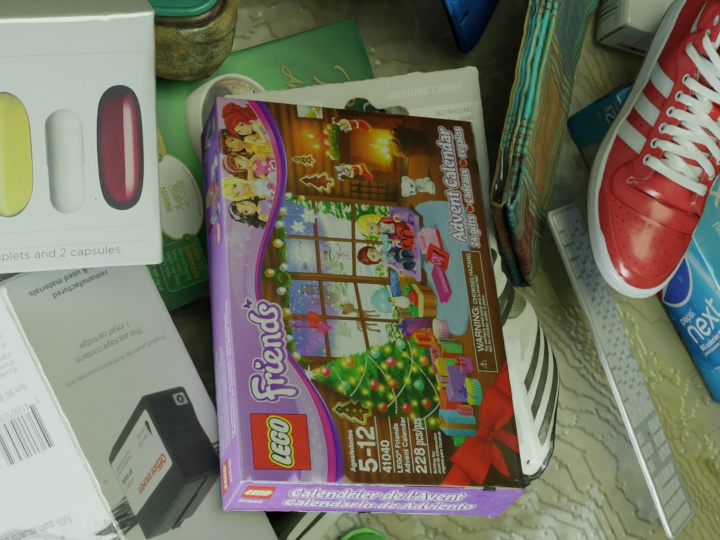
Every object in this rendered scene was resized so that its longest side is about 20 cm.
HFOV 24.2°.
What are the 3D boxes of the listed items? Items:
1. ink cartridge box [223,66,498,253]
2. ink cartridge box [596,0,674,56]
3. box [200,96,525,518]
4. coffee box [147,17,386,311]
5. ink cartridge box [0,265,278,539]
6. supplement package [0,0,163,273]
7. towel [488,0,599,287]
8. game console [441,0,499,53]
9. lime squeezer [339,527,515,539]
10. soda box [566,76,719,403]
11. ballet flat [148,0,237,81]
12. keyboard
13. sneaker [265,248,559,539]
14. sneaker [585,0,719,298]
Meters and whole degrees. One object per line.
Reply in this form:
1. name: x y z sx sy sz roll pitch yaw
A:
1. ink cartridge box: 0.000 0.000 0.907 0.160 0.050 0.202 -10 94 -29
2. ink cartridge box: 0.251 -0.218 1.082 0.198 0.043 0.198 14 74 -23
3. box: -0.002 0.016 0.799 0.135 0.039 0.202 3 61 -18
4. coffee box: -0.074 -0.052 0.911 0.199 0.044 0.124 -22 92 -25
5. ink cartridge box: -0.130 0.103 0.797 0.083 0.145 0.201 -27 92 -43
6. supplement package: -0.195 -0.071 0.746 0.198 0.156 0.112 -4 108 -13
7. towel: 0.107 -0.105 0.954 0.021 0.147 0.202 9 74 14
8. game console: 0.053 -0.239 0.913 0.118 0.200 0.172 -32 80 3
9. lime squeezer: 0.002 0.154 0.899 0.199 0.070 0.038 5 63 -52
10. soda box: 0.208 -0.025 1.016 0.068 0.064 0.201 -30 92 -24
11. ballet flat: -0.160 -0.137 0.871 0.198 0.071 0.071 11 75 6
12. keyboard: 0.154 0.057 0.989 0.011 0.056 0.202 -21 89 19
13. sneaker: 0.038 0.095 0.861 0.201 0.075 0.116 -48 110 -23
14. sneaker: 0.192 -0.085 0.923 0.071 0.112 0.202 26 72 -16
